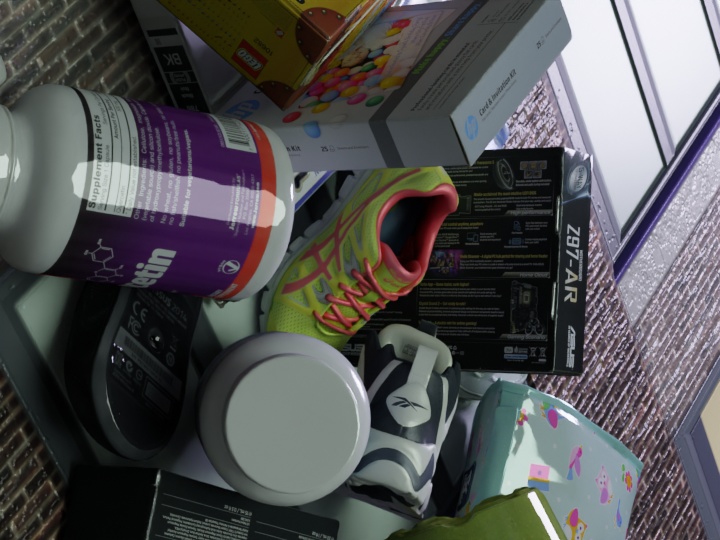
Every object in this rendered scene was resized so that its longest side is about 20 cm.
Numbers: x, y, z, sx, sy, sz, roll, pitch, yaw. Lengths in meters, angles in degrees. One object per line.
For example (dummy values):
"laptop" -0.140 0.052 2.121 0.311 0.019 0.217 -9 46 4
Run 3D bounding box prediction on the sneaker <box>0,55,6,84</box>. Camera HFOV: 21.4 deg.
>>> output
"sneaker" -0.275 -0.129 1.033 0.200 0.073 0.113 -44 122 -62

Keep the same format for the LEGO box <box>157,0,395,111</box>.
"LEGO box" -0.072 -0.224 1.219 0.200 0.077 0.149 41 48 0

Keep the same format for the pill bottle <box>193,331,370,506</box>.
"pill bottle" -0.051 0.094 1.226 0.200 0.108 0.110 171 -80 -83

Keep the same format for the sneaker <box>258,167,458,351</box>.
"sneaker" 0.000 0.000 1.351 0.078 0.090 0.201 26 98 -37

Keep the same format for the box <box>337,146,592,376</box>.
"box" 0.070 -0.006 1.399 0.043 0.199 0.162 9 82 -53

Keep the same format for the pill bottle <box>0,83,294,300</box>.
"pill bottle" -0.146 -0.048 1.146 0.199 0.112 0.113 8 83 -30

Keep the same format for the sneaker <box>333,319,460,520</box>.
"sneaker" 0.028 0.103 1.372 0.199 0.079 0.130 84 25 -77

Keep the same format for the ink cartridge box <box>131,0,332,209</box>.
"ink cartridge box" -0.086 -0.131 1.308 0.099 0.039 0.201 -47 125 -43

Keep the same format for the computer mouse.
"computer mouse" -0.144 0.037 1.236 0.139 0.052 0.201 52 38 -38

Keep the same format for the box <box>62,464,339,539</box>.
"box" -0.108 0.216 1.257 0.200 0.078 0.142 26 67 -52

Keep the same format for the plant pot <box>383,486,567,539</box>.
"plant pot" 0.100 0.258 1.332 0.199 0.199 0.191 -11 81 -53

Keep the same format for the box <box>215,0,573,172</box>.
"box" 0.017 -0.120 1.235 0.156 0.199 0.041 -50 127 -40

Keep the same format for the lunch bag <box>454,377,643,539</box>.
"lunch bag" 0.138 0.198 1.561 0.200 0.121 0.172 41 59 -53

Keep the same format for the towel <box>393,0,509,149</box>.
"towel" 0.053 -0.135 1.524 0.147 0.024 0.201 -58 133 -35

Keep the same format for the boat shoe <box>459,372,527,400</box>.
"boat shoe" 0.092 0.058 1.536 0.200 0.071 0.071 32 65 -50
